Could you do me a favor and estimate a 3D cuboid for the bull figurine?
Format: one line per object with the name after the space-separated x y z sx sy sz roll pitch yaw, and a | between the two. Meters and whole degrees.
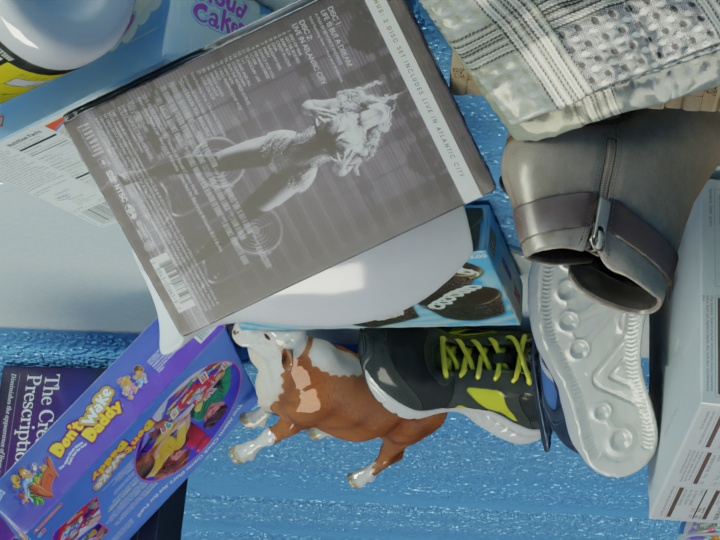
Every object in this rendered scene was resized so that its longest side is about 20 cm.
-0.025 0.092 2.004 0.199 0.065 0.121 20 132 -37 | bull figurine

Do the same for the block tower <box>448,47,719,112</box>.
0.150 -0.125 1.539 0.199 0.054 0.058 4 156 1 | block tower

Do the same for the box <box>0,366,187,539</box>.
-0.206 0.177 2.086 0.140 0.201 0.079 1 155 8 | box

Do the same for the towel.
0.118 -0.151 1.438 0.192 0.035 0.200 -19 133 26 | towel

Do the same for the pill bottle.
-0.225 -0.139 1.517 0.112 0.113 0.199 26 148 -38 | pill bottle

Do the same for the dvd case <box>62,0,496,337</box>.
-0.044 -0.066 1.548 0.199 0.016 0.149 -25 115 7 | dvd case

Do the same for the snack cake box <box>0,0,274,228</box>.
-0.130 -0.100 1.637 0.115 0.068 0.199 27 147 -36 | snack cake box

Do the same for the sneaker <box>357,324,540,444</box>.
0.084 0.064 1.954 0.199 0.075 0.084 15 149 -41 | sneaker

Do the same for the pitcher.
-0.038 -0.024 1.660 0.199 0.122 0.172 -16 170 -3 | pitcher

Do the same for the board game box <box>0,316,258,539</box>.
-0.165 0.125 1.986 0.045 0.200 0.135 38 166 24 | board game box

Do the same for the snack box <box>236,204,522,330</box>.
0.000 0.000 1.858 0.199 0.037 0.116 -2 154 15 | snack box

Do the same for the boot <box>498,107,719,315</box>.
0.166 -0.045 1.598 0.199 0.147 0.070 16 152 -22 | boot

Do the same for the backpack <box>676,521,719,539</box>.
0.323 0.148 1.993 0.199 0.151 0.177 -19 145 33 | backpack

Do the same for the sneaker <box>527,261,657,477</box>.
0.140 0.027 1.842 0.080 0.201 0.147 -15 -159 -6 | sneaker

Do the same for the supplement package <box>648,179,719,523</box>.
0.253 0.056 1.782 0.110 0.157 0.200 5 155 -3 | supplement package
